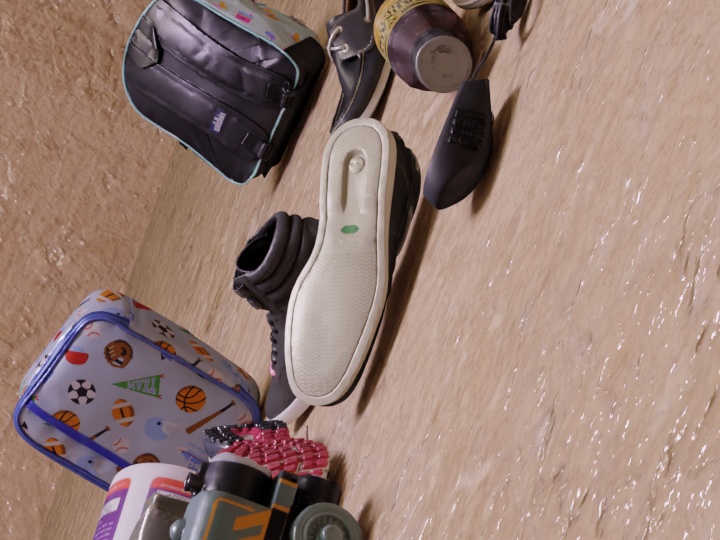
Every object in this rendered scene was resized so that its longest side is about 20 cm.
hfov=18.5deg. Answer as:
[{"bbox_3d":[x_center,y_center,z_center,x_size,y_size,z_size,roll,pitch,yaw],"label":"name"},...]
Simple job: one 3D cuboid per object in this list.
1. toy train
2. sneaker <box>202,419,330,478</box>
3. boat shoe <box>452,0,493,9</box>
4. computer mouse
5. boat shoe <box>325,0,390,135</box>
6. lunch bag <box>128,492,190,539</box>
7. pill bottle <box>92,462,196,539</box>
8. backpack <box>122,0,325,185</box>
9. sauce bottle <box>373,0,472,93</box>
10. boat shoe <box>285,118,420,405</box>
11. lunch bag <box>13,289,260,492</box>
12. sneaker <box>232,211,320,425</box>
[{"bbox_3d":[-0.073,0.206,1.330,0.085,0.113,0.201,132,158,-62],"label":"toy train"},{"bbox_3d":[-0.063,0.154,1.539,0.200,0.080,0.075,-150,54,-80],"label":"sneaker"},{"bbox_3d":[0.088,-0.245,1.558,0.200,0.065,0.073,141,149,-71],"label":"boat shoe"},{"bbox_3d":[0.085,-0.121,1.438,0.059,0.034,0.201,95,-165,-61],"label":"computer mouse"},{"bbox_3d":[-0.004,-0.193,1.951,0.072,0.067,0.201,128,159,-54],"label":"boat shoe"},{"bbox_3d":[-0.121,0.248,1.474,0.200,0.117,0.165,132,156,-76],"label":"lunch bag"},{"bbox_3d":[-0.170,0.263,1.738,0.112,0.111,0.201,126,163,-55],"label":"pill bottle"},{"bbox_3d":[-0.151,-0.217,2.405,0.177,0.199,0.153,-65,-6,28],"label":"backpack"},{"bbox_3d":[0.049,-0.166,1.610,0.200,0.066,0.066,-118,50,-77],"label":"sauce bottle"},{"bbox_3d":[0.000,0.000,1.534,0.068,0.071,0.202,35,-117,-59],"label":"boat shoe"},{"bbox_3d":[-0.190,0.124,1.902,0.161,0.199,0.076,-52,16,14],"label":"lunch bag"},{"bbox_3d":[-0.059,0.031,1.670,0.071,0.099,0.201,-84,17,-52],"label":"sneaker"}]
